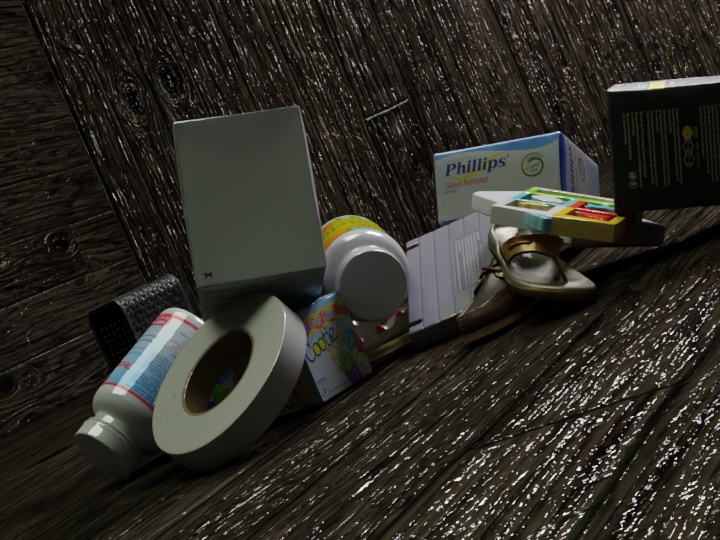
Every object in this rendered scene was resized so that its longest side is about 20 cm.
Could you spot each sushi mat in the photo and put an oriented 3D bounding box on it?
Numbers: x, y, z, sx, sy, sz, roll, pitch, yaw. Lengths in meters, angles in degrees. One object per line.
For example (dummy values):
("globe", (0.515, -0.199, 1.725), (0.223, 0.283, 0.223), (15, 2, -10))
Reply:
("sushi mat", (0.075, 0.076, 1.594), (0.198, 0.012, 0.096), (-26, 5, -19))

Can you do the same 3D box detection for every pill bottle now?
("pill bottle", (0.000, 0.000, 1.589), (0.110, 0.112, 0.200), (-24, 12, -4))
("pill bottle", (-0.256, 0.151, 1.594), (0.108, 0.109, 0.201), (-20, 28, 54))

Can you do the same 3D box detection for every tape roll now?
("tape roll", (-0.140, 0.116, 1.377), (0.202, 0.037, 0.204), (-34, 33, 26))

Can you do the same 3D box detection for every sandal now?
("sandal", (0.181, -0.021, 1.347), (0.079, 0.055, 0.200), (-4, 26, -12))

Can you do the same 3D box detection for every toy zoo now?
("toy zoo", (0.217, -0.058, 1.371), (0.129, 0.021, 0.200), (10, 13, 20))

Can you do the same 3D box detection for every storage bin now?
("storage bin", (-0.268, 0.121, 1.743), (0.093, 0.202, 0.135), (-26, 4, -32))

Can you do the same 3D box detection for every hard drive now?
("hard drive", (0.235, -0.061, 1.500), (0.130, 0.027, 0.199), (-2, 14, -28))

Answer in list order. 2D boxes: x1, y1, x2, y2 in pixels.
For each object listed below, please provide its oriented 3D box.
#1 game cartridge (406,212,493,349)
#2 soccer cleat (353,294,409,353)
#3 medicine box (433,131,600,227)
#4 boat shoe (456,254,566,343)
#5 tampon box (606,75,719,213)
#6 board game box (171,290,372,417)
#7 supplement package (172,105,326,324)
("game cartridge", (0.118, 0.006, 1.562), (0.128, 0.039, 0.201), (-20, 31, 14))
("soccer cleat", (0.068, 0.053, 1.679), (0.199, 0.078, 0.070), (-39, 41, 9))
("medicine box", (0.220, -0.105, 1.798), (0.180, 0.105, 0.199), (-8, -12, 24))
("boat shoe", (0.159, 0.017, 1.416), (0.070, 0.071, 0.199), (-21, 6, 38))
("tampon box", (0.365, -0.139, 1.370), (0.197, 0.128, 0.150), (-3, 9, 15))
("board game box", (-0.103, 0.113, 1.510), (0.199, 0.104, 0.104), (-22, 2, 39))
("supplement package", (-0.127, -0.057, 1.495), (0.145, 0.194, 0.200), (-9, -13, -7))
